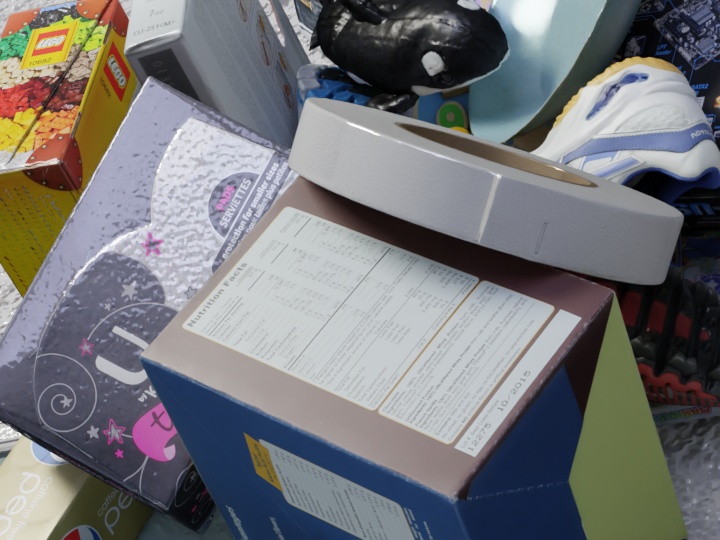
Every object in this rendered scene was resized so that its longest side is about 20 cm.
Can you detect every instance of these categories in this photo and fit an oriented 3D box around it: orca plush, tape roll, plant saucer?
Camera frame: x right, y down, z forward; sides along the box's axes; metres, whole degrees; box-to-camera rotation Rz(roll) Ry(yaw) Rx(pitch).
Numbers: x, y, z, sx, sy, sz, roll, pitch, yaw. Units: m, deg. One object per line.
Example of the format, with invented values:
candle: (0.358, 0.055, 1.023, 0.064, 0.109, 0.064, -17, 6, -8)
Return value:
orca plush: (0.013, -0.165, 1.418, 0.105, 0.071, 0.200, -44, 33, 1)
tape roll: (0.062, -0.041, 1.146, 0.202, 0.202, 0.037, 24, 100, 43)
plant saucer: (0.127, -0.160, 1.349, 0.201, 0.039, 0.202, -56, 20, 33)

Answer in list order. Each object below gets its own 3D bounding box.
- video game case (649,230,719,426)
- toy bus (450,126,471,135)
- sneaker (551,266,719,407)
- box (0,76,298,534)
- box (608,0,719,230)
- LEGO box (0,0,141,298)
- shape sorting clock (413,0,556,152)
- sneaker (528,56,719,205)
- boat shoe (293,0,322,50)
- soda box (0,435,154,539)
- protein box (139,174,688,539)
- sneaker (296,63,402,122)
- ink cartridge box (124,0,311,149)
video game case: (0.165, 0.030, 1.286, 0.199, 0.018, 0.144, -12, 42, 18)
toy bus: (0.000, 0.000, 1.347, 0.200, 0.078, 0.065, -36, 45, 3)
sneaker: (0.118, 0.039, 1.234, 0.199, 0.098, 0.071, 15, 49, 10)
box: (-0.099, 0.022, 1.246, 0.132, 0.115, 0.201, 27, 82, 12)
box: (0.214, -0.121, 1.304, 0.199, 0.050, 0.200, -2, 64, 44)
LEGO box: (-0.156, -0.041, 1.396, 0.077, 0.201, 0.149, -9, 43, 20)
shape sorting clock: (0.128, -0.112, 1.417, 0.199, 0.039, 0.201, -10, 55, 15)
sneaker: (0.114, -0.025, 1.264, 0.200, 0.075, 0.088, -47, 54, 29)
boat shoe: (0.018, -0.176, 1.528, 0.200, 0.091, 0.071, 23, 61, 42)
soda box: (-0.172, 0.139, 1.321, 0.067, 0.064, 0.200, 8, 51, 34)
protein box: (0.030, 0.090, 1.144, 0.199, 0.199, 0.135, 22, 59, 36)
sneaker: (-0.014, -0.069, 1.452, 0.074, 0.087, 0.200, 13, 23, -3)
ink cartridge box: (-0.081, -0.123, 1.442, 0.043, 0.200, 0.174, -15, 41, 15)
